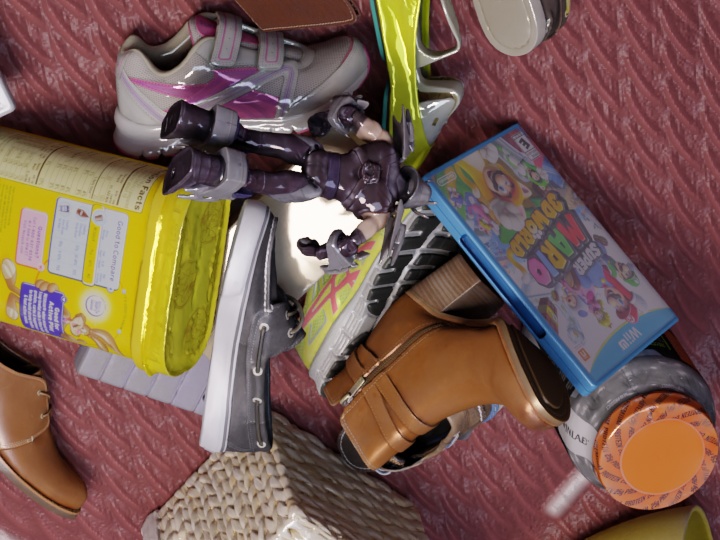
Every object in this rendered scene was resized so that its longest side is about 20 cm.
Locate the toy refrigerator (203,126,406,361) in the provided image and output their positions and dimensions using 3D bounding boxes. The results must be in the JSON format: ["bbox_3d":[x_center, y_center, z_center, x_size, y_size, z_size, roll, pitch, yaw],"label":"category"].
[{"bbox_3d":[-0.058,-0.025,1.455,0.076,0.070,0.200,43,107,-9],"label":"toy refrigerator"}]

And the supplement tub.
[{"bbox_3d":[0.207,0.096,1.545,0.122,0.200,0.123,-5,117,-9],"label":"supplement tub"}]

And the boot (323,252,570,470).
[{"bbox_3d":[0.060,0.093,1.422,0.155,0.200,0.074,-43,124,8],"label":"boot"}]

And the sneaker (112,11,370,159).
[{"bbox_3d":[-0.092,-0.147,1.426,0.199,0.081,0.089,-14,120,-5],"label":"sneaker"}]

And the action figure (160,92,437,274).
[{"bbox_3d":[-0.037,-0.069,1.345,0.199,0.131,0.069,11,152,-20],"label":"action figure"}]

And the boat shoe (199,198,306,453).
[{"bbox_3d":[-0.073,0.046,1.409,0.066,0.070,0.201,9,109,-4],"label":"boat shoe"}]

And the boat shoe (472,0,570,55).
[{"bbox_3d":[0.107,-0.262,1.422,0.059,0.072,0.201,-32,112,-41],"label":"boat shoe"}]

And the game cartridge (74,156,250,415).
[{"bbox_3d":[-0.132,0.012,1.527,0.129,0.038,0.201,22,110,-17],"label":"game cartridge"}]

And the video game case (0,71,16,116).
[{"bbox_3d":[-0.372,-0.156,1.370,0.199,0.024,0.183,-24,103,1],"label":"video game case"}]

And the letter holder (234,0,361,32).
[{"bbox_3d":[-0.068,-0.269,1.318,0.200,0.142,0.101,45,71,-27],"label":"letter holder"}]

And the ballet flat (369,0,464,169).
[{"bbox_3d":[0.044,-0.153,1.456,0.067,0.067,0.201,1,116,12],"label":"ballet flat"}]

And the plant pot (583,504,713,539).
[{"bbox_3d":[0.227,0.306,1.679,0.141,0.200,0.201,-4,121,20],"label":"plant pot"}]

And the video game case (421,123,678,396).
[{"bbox_3d":[0.143,-0.012,1.466,0.200,0.143,0.018,51,129,7],"label":"video game case"}]

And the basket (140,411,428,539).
[{"bbox_3d":[-0.048,0.250,1.573,0.200,0.198,0.161,37,102,-25],"label":"basket"}]

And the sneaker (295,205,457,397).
[{"bbox_3d":[0.000,0.000,1.516,0.078,0.090,0.200,5,126,-51],"label":"sneaker"}]

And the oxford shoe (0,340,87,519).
[{"bbox_3d":[-0.268,0.116,1.532,0.071,0.071,0.200,-34,117,0],"label":"oxford shoe"}]

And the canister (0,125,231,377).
[{"bbox_3d":[-0.206,-0.020,1.409,0.199,0.087,0.149,15,106,17],"label":"canister"}]

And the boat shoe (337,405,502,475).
[{"bbox_3d":[0.031,0.122,1.544,0.072,0.072,0.200,54,141,0],"label":"boat shoe"}]

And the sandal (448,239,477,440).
[{"bbox_3d":[0.068,0.039,1.563,0.043,0.076,0.201,-6,107,-11],"label":"sandal"}]
